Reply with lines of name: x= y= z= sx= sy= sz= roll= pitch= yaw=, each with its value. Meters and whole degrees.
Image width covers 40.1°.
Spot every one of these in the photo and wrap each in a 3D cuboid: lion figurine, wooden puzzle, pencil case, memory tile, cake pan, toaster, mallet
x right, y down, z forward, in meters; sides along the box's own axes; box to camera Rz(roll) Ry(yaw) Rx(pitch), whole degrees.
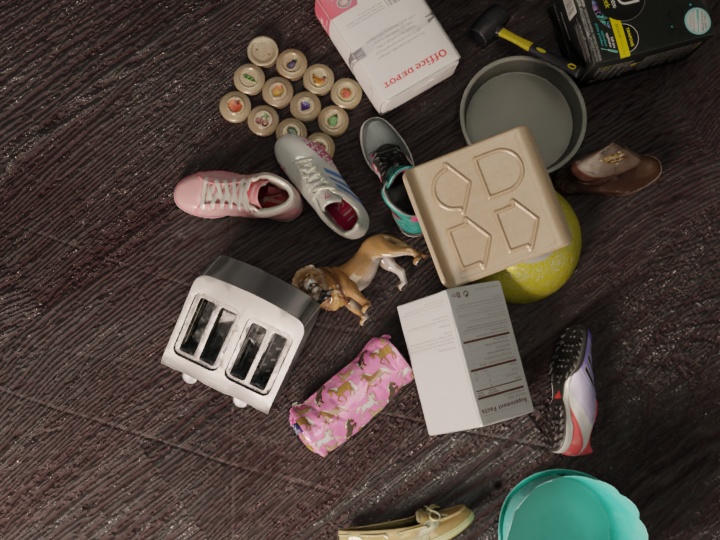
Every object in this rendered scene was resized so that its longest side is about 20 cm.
lion figurine: x=0.000 y=0.000 z=1.510 sx=0.200 sy=0.073 sz=0.122 roll=-38 pitch=68 yaw=-21
wooden puzzle: x=0.183 y=-0.091 z=1.432 sx=0.200 sy=0.046 sz=0.186 roll=-21 pitch=87 yaw=2
pencil case: x=-0.013 y=0.185 z=1.473 sx=0.200 sy=0.083 sz=0.087 roll=-39 pitch=125 yaw=-7
memory tile: x=-0.109 y=-0.270 z=1.560 sx=0.200 sy=0.017 sz=0.153 roll=27 pitch=82 yaw=1
cake pan: x=0.254 y=-0.239 z=1.558 sx=0.200 sy=0.037 sz=0.201 roll=0 pitch=79 yaw=-1
toaster: x=-0.167 y=0.087 z=1.428 sx=0.181 sy=0.119 sz=0.200 roll=26 pitch=107 yaw=0
mallet: x=0.268 y=-0.359 z=1.546 sx=0.200 sy=0.041 sz=0.066 roll=28 pitch=74 yaw=25

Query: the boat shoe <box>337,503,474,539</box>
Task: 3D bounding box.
boat shoe: x=0.068 y=0.380 z=1.456 sx=0.200 sy=0.073 sz=0.063 roll=-20 pitch=88 yaw=2

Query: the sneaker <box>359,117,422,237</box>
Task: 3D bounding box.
sneaker: x=0.055 y=-0.152 z=1.500 sx=0.084 sy=0.121 sz=0.200 roll=-24 pitch=84 yaw=-6

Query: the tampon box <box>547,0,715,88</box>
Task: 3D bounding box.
tampon box: x=0.420 y=-0.394 z=1.548 sx=0.200 sy=0.126 sz=0.150 roll=-16 pitch=84 yaw=-5

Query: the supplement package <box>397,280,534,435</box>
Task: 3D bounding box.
supplement package: x=0.153 y=0.129 z=1.450 sx=0.117 sy=0.117 sz=0.200 roll=-9 pitch=82 yaw=-39

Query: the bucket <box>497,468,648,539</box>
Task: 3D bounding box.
bucket: x=0.297 y=0.389 z=1.432 sx=0.207 sy=0.135 sz=0.208 roll=0 pitch=83 yaw=-4

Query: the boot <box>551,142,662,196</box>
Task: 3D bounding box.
boot: x=0.392 y=-0.157 z=1.477 sx=0.186 sy=0.200 sz=0.064 roll=-13 pitch=83 yaw=-4

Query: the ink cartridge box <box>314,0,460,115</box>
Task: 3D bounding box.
ink cartridge box: x=0.041 y=-0.365 z=1.547 sx=0.146 sy=0.083 sz=0.200 roll=-31 pitch=84 yaw=-7

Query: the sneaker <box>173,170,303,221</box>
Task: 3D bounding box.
sneaker: x=-0.187 y=-0.118 z=1.493 sx=0.200 sy=0.105 sz=0.076 roll=7 pitch=84 yaw=-1

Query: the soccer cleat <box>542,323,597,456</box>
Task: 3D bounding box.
soccer cleat: x=0.330 y=0.182 z=1.505 sx=0.073 sy=0.068 sz=0.200 roll=16 pitch=77 yaw=-25

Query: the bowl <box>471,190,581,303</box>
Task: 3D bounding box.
bowl: x=0.248 y=-0.052 z=1.504 sx=0.200 sy=0.108 sz=0.201 roll=0 pitch=83 yaw=-3

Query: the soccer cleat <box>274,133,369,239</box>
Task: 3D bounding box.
soccer cleat: x=-0.059 y=-0.131 z=1.501 sx=0.070 sy=0.086 sz=0.200 roll=-43 pitch=88 yaw=11
